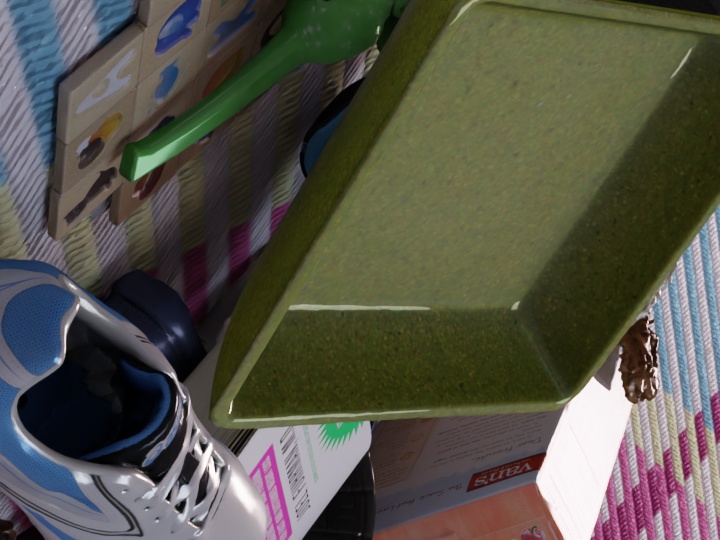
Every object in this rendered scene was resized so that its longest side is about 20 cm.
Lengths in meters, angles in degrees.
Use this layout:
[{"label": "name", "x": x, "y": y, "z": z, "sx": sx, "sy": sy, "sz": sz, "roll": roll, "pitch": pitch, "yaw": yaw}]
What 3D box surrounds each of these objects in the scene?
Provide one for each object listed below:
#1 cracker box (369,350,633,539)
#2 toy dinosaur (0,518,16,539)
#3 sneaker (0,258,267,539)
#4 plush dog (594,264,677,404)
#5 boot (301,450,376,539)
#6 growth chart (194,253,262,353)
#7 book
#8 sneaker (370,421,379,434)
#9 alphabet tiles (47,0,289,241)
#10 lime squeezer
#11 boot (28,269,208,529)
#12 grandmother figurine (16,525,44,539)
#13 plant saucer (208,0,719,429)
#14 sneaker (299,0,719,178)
[{"label": "cracker box", "x": 0.065, "y": 0.105, "z": 1.066, "sx": 0.133, "sy": 0.058, "sz": 0.200, "roll": -21, "pitch": -165, "yaw": 24}, {"label": "toy dinosaur", "x": -0.204, "y": 0.195, "z": 0.880, "sx": 0.200, "sy": 0.060, "sz": 0.106, "roll": -53, "pitch": 171, "yaw": 24}, {"label": "sneaker", "x": -0.079, "y": 0.062, "z": 0.675, "sx": 0.200, "sy": 0.072, "sz": 0.072, "roll": 49, "pitch": 56, "yaw": -51}, {"label": "plush dog", "x": 0.064, "y": -0.018, "z": 0.985, "sx": 0.200, "sy": 0.170, "sz": 0.162, "roll": 123, "pitch": -28, "yaw": -62}, {"label": "boot", "x": -0.049, "y": 0.109, "z": 0.989, "sx": 0.151, "sy": 0.073, "sz": 0.202, "roll": 127, "pitch": -35, "yaw": -60}, {"label": "growth chart", "x": 0.000, "y": 0.000, "z": 0.856, "sx": 0.144, "sy": 0.018, "sz": 0.200, "roll": 0, "pitch": 152, "yaw": -35}, {"label": "book", "x": -0.068, "y": 0.111, "z": 0.821, "sx": 0.200, "sy": 0.048, "sz": 0.134, "roll": -53, "pitch": 157, "yaw": -23}, {"label": "sneaker", "x": -0.008, "y": 0.079, "z": 1.172, "sx": 0.199, "sy": 0.070, "sz": 0.078, "roll": -17, "pitch": 148, "yaw": -40}, {"label": "alphabet tiles", "x": -0.034, "y": -0.096, "z": 0.691, "sx": 0.200, "sy": 0.006, "sz": 0.167, "roll": -45, "pitch": 169, "yaw": -26}, {"label": "lime squeezer", "x": 0.006, "y": -0.071, "z": 0.723, "sx": 0.199, "sy": 0.038, "sz": 0.071, "roll": -7, "pitch": 106, "yaw": -42}, {"label": "boot", "x": -0.095, "y": 0.079, "z": 0.854, "sx": 0.090, "sy": 0.073, "sz": 0.200, "roll": -49, "pitch": 163, "yaw": -19}, {"label": "grandmother figurine", "x": -0.135, "y": 0.141, "z": 0.979, "sx": 0.200, "sy": 0.061, "sz": 0.121, "roll": -54, "pitch": 163, "yaw": 26}, {"label": "plant saucer", "x": 0.050, "y": -0.030, "z": 0.748, "sx": 0.199, "sy": 0.048, "sz": 0.201, "roll": 1, "pitch": 132, "yaw": -42}, {"label": "sneaker", "x": 0.068, "y": -0.068, "z": 0.833, "sx": 0.199, "sy": 0.074, "sz": 0.082, "roll": -21, "pitch": -178, "yaw": 16}]
